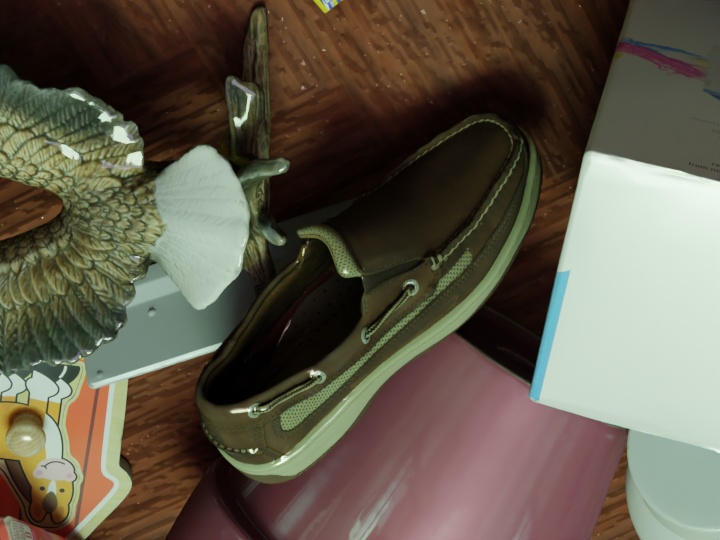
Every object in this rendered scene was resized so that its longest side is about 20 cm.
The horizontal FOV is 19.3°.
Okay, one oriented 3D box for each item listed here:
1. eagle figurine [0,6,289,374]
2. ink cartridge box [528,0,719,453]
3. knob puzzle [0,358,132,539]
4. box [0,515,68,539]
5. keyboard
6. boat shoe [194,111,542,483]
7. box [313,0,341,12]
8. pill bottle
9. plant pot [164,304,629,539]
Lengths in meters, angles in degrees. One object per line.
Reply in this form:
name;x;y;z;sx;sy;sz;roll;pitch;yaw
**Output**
eagle figurine;-0.136;-0.028;0.941;0.200;0.152;0.151;-2;144;-10
ink cartridge box;0.160;-0.031;0.934;0.125;0.200;0.129;14;123;6
knob puzzle;-0.215;0.104;1.075;0.219;0.030;0.220;-3;124;-4
box;-0.169;0.236;1.044;0.102;0.200;0.095;-27;155;13
keyboard;-0.040;0.004;1.011;0.200;0.056;0.011;-18;151;7
boat shoe;0.004;0.003;0.938;0.202;0.075;0.075;-52;144;-11
box;-0.052;-0.206;0.865;0.070;0.064;0.200;-35;119;16
pill bottle;0.192;0.112;1.026;0.111;0.111;0.200;-25;152;11
plant pot;0.031;0.112;1.022;0.200;0.200;0.179;27;102;-21
